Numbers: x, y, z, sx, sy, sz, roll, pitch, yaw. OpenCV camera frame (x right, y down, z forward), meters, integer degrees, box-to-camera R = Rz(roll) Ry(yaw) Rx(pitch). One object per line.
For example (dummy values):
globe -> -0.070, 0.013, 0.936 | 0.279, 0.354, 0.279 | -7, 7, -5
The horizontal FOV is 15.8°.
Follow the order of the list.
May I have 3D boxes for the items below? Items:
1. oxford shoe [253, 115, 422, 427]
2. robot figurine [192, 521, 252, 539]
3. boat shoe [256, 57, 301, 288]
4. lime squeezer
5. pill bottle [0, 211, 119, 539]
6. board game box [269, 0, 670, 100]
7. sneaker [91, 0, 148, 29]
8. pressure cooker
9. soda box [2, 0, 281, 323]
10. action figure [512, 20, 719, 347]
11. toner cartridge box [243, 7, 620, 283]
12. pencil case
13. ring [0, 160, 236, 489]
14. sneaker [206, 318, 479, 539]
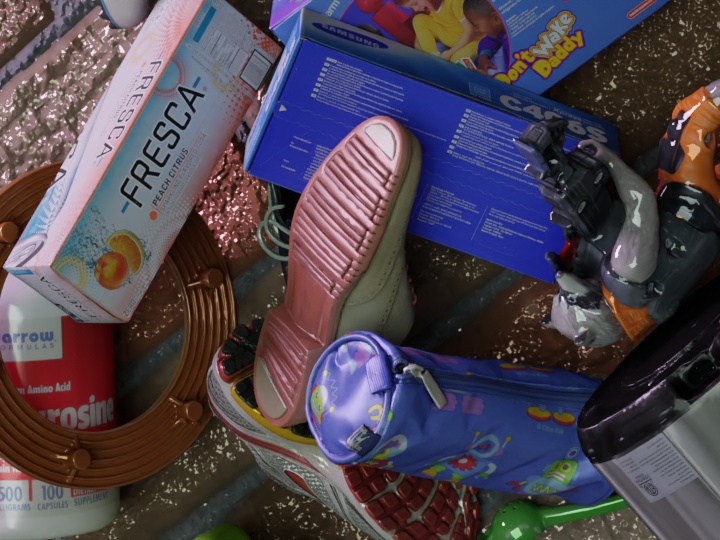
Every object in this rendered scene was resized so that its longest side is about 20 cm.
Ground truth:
oxford shoe -> 0.000, 0.000, 1.502 | 0.071, 0.073, 0.201 | 53, 130, 43
robot figurine -> -0.046, 0.250, 1.591 | 0.175, 0.116, 0.200 | -43, 83, 10
boat shoe -> -0.022, -0.034, 1.575 | 0.074, 0.062, 0.202 | -1, 97, 17
lime squeezer -> 0.096, 0.184, 1.584 | 0.070, 0.038, 0.200 | 32, 107, -20
pill bottle -> -0.209, 0.060, 1.624 | 0.111, 0.112, 0.202 | 0, 97, 18
board game box -> 0.066, -0.159, 1.509 | 0.199, 0.045, 0.135 | -35, 113, 19
sneaker -> -0.133, -0.246, 1.584 | 0.072, 0.072, 0.202 | 6, 102, 10
pressure cooker -> 0.238, 0.108, 1.440 | 0.178, 0.176, 0.200 | -42, 93, -3
soda box -> -0.128, -0.068, 1.546 | 0.063, 0.068, 0.201 | 38, 69, -26
action figure -> 0.168, -0.039, 1.438 | 0.105, 0.200, 0.194 | 42, 96, 31
toner cartridge box -> 0.041, -0.071, 1.508 | 0.199, 0.043, 0.095 | 20, 117, -10
pencil case -> 0.066, 0.084, 1.492 | 0.087, 0.199, 0.079 | -36, 52, 46
ring -> -0.159, 0.032, 1.574 | 0.019, 0.199, 0.202 | -4, 97, 56
sneaker -> -0.010, 0.110, 1.591 | 0.200, 0.078, 0.082 | 42, 151, -2
